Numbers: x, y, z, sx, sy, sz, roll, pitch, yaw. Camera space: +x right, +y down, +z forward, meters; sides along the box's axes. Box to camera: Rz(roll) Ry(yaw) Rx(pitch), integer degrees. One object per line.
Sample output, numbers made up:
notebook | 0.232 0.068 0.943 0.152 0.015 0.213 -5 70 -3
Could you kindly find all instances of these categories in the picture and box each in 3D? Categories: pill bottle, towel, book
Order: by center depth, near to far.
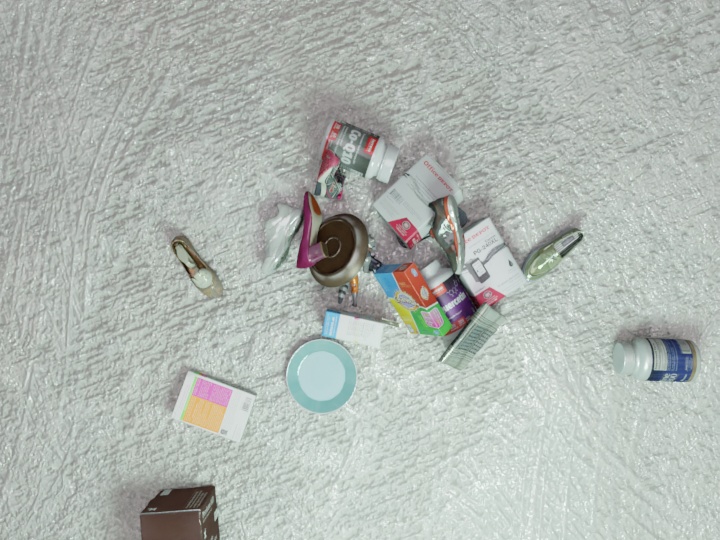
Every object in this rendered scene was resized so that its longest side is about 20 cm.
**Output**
towel | 0.295 0.179 1.640 0.034 0.199 0.194 40 95 27
pill bottle | -0.002 -0.313 1.668 0.196 0.114 0.116 22 91 0
pill bottle | 0.224 0.075 1.677 0.111 0.112 0.202 -33 91 1
pill bottle | 0.781 0.237 1.678 0.195 0.111 0.114 2 91 0
book | -0.396 0.368 1.722 0.196 0.048 0.136 21 89 -1

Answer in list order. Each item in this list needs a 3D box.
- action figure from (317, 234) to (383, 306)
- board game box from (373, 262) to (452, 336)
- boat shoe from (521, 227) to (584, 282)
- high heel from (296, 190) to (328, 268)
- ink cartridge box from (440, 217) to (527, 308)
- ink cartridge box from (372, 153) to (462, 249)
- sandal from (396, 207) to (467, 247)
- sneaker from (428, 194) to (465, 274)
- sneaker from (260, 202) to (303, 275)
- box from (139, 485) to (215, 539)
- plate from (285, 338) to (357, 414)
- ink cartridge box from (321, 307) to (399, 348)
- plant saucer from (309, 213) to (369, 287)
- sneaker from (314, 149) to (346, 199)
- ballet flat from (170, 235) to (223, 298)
action figure | 0.000 0.000 1.683 0.197 0.105 0.197 24 96 -1
board game box | 0.134 0.075 1.635 0.040 0.152 0.202 -40 106 -25
boat shoe | 0.514 -0.046 1.697 0.200 0.062 0.072 -43 91 2
high heel | -0.148 -0.108 1.670 0.095 0.067 0.204 -22 64 22
ink cartridge box | 0.325 -0.019 1.680 0.144 0.083 0.202 -32 91 1
ink cartridge box | 0.153 -0.181 1.666 0.199 0.083 0.146 -42 70 1
sandal | 0.192 -0.121 1.711 0.196 0.043 0.078 -18 79 10
sneaker | 0.216 -0.088 1.600 0.080 0.077 0.205 -8 102 21
sneaker | -0.230 -0.088 1.702 0.098 0.078 0.203 24 83 6
box | -0.470 0.703 1.669 0.160 0.166 0.205 -4 92 1
plate | -0.105 0.288 1.728 0.195 0.026 0.205 0 92 1
ink cartridge box | 0.000 0.155 1.678 0.195 0.115 0.069 12 92 0
plant saucer | -0.067 -0.058 1.659 0.197 0.032 0.205 -13 67 31
sneaker | -0.071 -0.246 1.633 0.073 0.200 0.082 17 75 -3
ballet flat | -0.446 -0.005 1.701 0.068 0.067 0.201 -39 91 2
